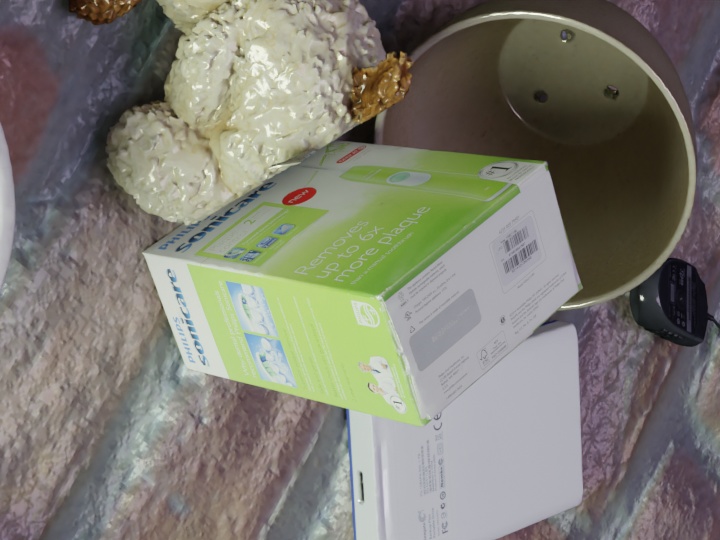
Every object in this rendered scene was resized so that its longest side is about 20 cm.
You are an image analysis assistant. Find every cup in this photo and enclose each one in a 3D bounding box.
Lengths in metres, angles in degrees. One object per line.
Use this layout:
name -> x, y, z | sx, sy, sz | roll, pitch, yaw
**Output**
cup -> 0.122, -0.096, 1.276 | 0.143, 0.199, 0.201 | -59, 137, -56

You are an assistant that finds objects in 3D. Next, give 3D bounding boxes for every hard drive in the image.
hard drive -> 0.073, 0.119, 1.356 | 0.199, 0.025, 0.133 | -15, 107, -41

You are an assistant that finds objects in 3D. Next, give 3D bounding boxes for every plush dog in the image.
plush dog -> -0.060, -0.146, 1.119 | 0.200, 0.160, 0.172 | -34, 96, -35

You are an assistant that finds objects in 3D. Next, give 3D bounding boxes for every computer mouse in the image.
computer mouse -> 0.254, 0.037, 1.520 | 0.200, 0.034, 0.059 | 26, 62, -48

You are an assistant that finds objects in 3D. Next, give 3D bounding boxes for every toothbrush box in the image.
toothbrush box -> 0.000, 0.000, 1.145 | 0.145, 0.199, 0.087 | -37, 119, -33

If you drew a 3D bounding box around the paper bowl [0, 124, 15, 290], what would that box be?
paper bowl -> -0.266, -0.033, 0.934 | 0.200, 0.104, 0.202 | 7, 80, -47
